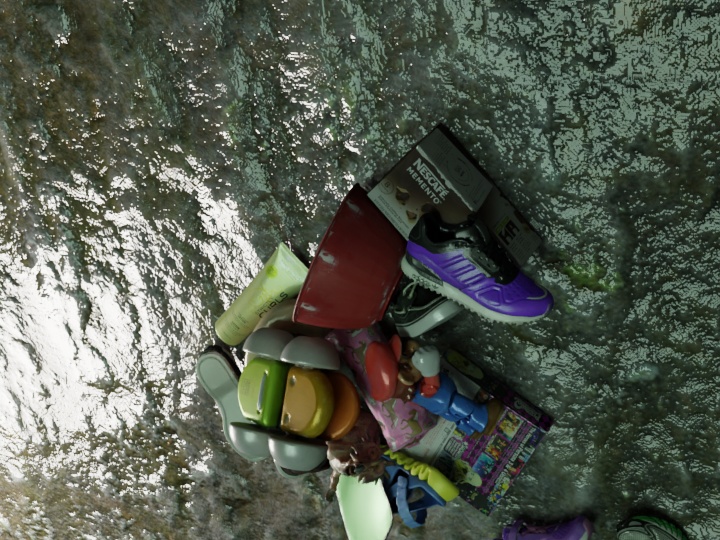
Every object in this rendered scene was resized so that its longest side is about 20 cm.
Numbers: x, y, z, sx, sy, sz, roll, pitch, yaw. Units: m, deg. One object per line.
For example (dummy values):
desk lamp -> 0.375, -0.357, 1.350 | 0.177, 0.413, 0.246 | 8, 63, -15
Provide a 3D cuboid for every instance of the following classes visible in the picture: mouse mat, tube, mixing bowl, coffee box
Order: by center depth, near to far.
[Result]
coffee box -> 0.119, -0.069, 1.410 | 0.201, 0.080, 0.113 | 49, 130, -3
mixing bowl -> 0.000, 0.000, 1.457 | 0.107, 0.201, 0.202 | 26, 127, 5
tube -> -0.147, 0.040, 1.659 | 0.200, 0.057, 0.053 | -42, 47, 35
mouse mat -> 0.002, 0.346, 1.676 | 0.007, 0.202, 0.163 | 2, 131, -23

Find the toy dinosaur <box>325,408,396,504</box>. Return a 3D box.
toy dinosaur -> -0.003, 0.251, 1.617 | 0.134, 0.202, 0.086 | -23, 122, 27

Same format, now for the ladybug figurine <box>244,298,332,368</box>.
ladybug figurine -> -0.106, 0.125, 1.647 | 0.133, 0.072, 0.203 | 9, 120, -11

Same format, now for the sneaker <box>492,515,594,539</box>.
sneaker -> 0.251, 0.397, 1.600 | 0.089, 0.080, 0.200 | 51, 131, 6

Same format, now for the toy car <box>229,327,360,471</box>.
toy car -> -0.082, 0.179, 1.542 | 0.198, 0.148, 0.179 | 7, 87, 45

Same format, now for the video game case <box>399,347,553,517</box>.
video game case -> 0.156, 0.234, 1.587 | 0.180, 0.036, 0.202 | 35, 129, 12

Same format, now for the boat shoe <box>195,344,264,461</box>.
boat shoe -> -0.201, 0.212, 1.780 | 0.073, 0.060, 0.202 | -28, 104, 10

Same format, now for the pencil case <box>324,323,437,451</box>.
pencil case -> 0.030, 0.159, 1.567 | 0.082, 0.086, 0.202 | -36, 80, 20

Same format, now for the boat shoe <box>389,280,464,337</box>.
boat shoe -> 0.077, 0.047, 1.462 | 0.064, 0.070, 0.200 | 62, 164, -1

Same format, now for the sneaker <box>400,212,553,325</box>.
sneaker -> 0.144, -0.010, 1.333 | 0.197, 0.070, 0.101 | 22, 124, 17

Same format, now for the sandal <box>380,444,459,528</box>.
sandal -> 0.055, 0.318, 1.630 | 0.080, 0.087, 0.199 | 46, 162, -25

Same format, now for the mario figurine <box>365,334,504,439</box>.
mario figurine -> 0.098, 0.141, 1.478 | 0.198, 0.107, 0.124 | 29, 123, -12

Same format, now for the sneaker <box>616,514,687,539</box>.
sneaker -> 0.421, 0.415, 1.496 | 0.200, 0.085, 0.078 | 46, 130, 2

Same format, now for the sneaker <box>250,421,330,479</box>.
sneaker -> -0.100, 0.237, 1.732 | 0.114, 0.076, 0.202 | -8, 122, 29
